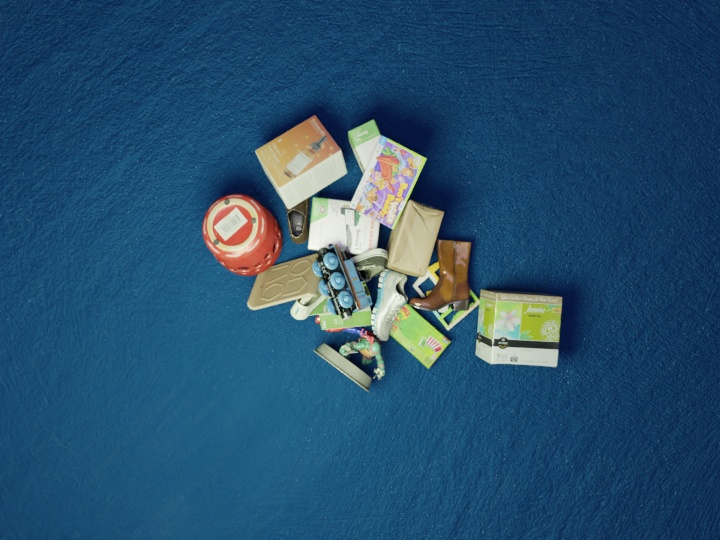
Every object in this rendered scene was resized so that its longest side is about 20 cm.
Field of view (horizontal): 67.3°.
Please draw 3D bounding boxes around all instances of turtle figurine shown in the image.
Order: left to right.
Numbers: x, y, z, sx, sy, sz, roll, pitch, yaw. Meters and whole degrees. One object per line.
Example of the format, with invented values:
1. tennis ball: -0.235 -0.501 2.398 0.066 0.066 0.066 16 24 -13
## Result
1. turtle figurine: 0.016 0.230 1.500 0.149 0.200 0.101 37 75 -7

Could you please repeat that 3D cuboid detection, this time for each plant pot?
1. plant pot: -0.323 -0.098 1.477 0.196 0.183 0.205 0 81 1

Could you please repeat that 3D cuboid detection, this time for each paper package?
1. paper package: 0.140 -0.087 1.498 0.101 0.200 0.195 16 91 -4

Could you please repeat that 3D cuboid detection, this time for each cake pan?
1. cake pan: -0.045 0.267 1.510 0.199 0.200 0.037 37 81 -2

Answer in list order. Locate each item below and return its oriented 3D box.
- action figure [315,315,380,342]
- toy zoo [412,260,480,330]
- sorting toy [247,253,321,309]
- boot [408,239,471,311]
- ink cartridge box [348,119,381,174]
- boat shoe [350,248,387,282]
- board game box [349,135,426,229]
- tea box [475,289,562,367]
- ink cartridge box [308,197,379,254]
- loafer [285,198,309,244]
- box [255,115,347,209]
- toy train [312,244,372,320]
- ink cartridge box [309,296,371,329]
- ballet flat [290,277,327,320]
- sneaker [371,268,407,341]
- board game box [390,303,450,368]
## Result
1. action figure: -0.035 0.163 1.570 0.196 0.066 0.053 10 109 0
2. toy zoo: 0.244 0.057 1.594 0.131 0.020 0.201 -38 93 0
3. sorting toy: -0.200 0.034 1.497 0.196 0.187 0.037 -11 125 13
4. boot: 0.228 0.013 1.548 0.184 0.068 0.205 0 92 -1
5. ink cartridge box: 0.042 -0.298 1.512 0.083 0.146 0.203 -24 92 1
6. boat shoe: 0.000 0.000 1.506 0.070 0.199 0.065 20 62 -30
7. board game box: 0.071 -0.229 1.421 0.132 0.045 0.203 25 94 -1
8. tea box: 0.448 0.160 1.540 0.195 0.134 0.202 3 92 -7
9. ink cartridge box: -0.043 -0.123 1.541 0.195 0.084 0.150 6 93 -1
10. loafer: -0.178 -0.179 1.548 0.071 0.071 0.205 -8 91 -1
11. box: -0.162 -0.298 1.489 0.198 0.107 0.153 -33 64 -7
12. toy train: -0.051 0.028 1.441 0.113 0.086 0.203 -15 80 -42
13. ink cartridge box: -0.070 0.109 1.541 0.195 0.105 0.060 -5 128 -2
14. ballet flat: -0.126 0.057 1.505 0.068 0.201 0.070 16 132 20
15. sneaker: 0.087 0.099 1.505 0.085 0.074 0.205 7 89 36
16. board game box: 0.154 0.179 1.584 0.199 0.048 0.102 41 91 -3
